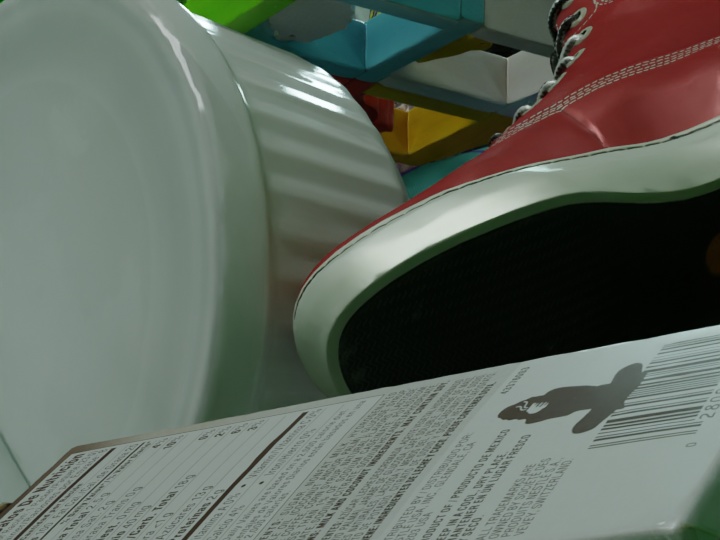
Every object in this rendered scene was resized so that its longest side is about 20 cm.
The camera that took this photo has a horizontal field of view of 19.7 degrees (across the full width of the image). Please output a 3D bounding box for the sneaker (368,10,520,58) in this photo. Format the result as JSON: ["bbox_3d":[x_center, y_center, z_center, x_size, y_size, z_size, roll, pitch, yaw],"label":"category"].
[{"bbox_3d":[0.032,-0.125,0.902,0.075,0.077,0.200,-5,12,-6],"label":"sneaker"}]

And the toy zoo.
[{"bbox_3d":[-0.001,-0.074,0.714,0.198,0.021,0.131,11,-19,-32],"label":"toy zoo"}]

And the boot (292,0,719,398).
[{"bbox_3d":[0.056,-0.034,0.604,0.198,0.073,0.144,-23,36,-13],"label":"boot"}]

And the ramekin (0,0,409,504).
[{"bbox_3d":[-0.064,0.015,0.644,0.094,0.205,0.201,6,-6,-39],"label":"ramekin"}]

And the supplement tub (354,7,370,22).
[{"bbox_3d":[-0.093,-0.093,1.093,0.199,0.141,0.140,-31,17,-20],"label":"supplement tub"}]

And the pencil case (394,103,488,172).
[{"bbox_3d":[-0.019,-0.028,0.878,0.199,0.090,0.078,-12,18,35],"label":"pencil case"}]

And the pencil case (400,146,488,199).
[{"bbox_3d":[0.000,0.000,0.767,0.199,0.085,0.093,-10,52,39],"label":"pencil case"}]

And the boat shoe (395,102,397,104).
[{"bbox_3d":[0.008,-0.050,0.944,0.199,0.073,0.065,-4,24,38],"label":"boat shoe"}]

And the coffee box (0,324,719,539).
[{"bbox_3d":[0.012,0.089,0.427,0.199,0.115,0.080,-14,20,36],"label":"coffee box"}]
